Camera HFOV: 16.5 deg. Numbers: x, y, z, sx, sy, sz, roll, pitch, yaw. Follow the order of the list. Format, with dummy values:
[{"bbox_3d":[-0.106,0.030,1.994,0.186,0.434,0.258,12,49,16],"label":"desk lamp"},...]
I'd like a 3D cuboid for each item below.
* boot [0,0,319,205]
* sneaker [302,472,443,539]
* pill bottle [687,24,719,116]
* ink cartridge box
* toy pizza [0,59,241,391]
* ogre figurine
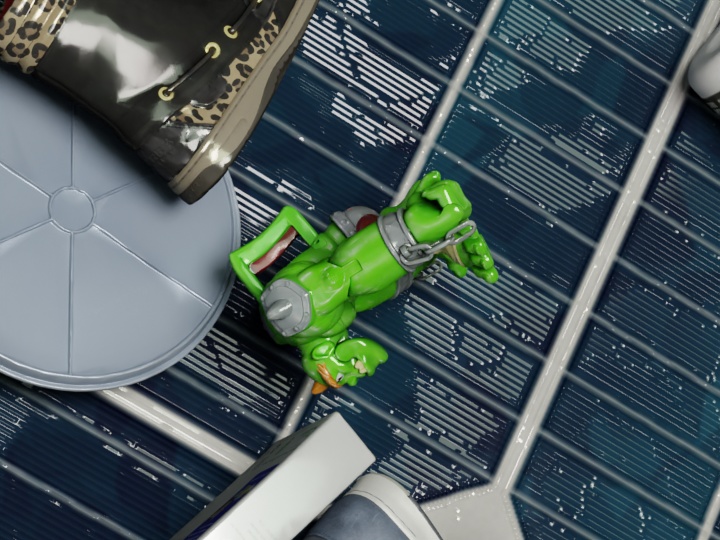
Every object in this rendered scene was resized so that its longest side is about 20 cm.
[{"bbox_3d":[-0.110,-0.147,1.370,0.150,0.073,0.200,32,55,-12],"label":"boot"},{"bbox_3d":[0.019,0.227,1.328,0.202,0.077,0.146,49,53,7],"label":"sneaker"},{"bbox_3d":[0.305,-0.089,1.513,0.200,0.112,0.112,43,65,-6],"label":"pill bottle"},{"bbox_3d":[-0.085,0.156,1.302,0.200,0.099,0.039,-40,94,-25],"label":"ink cartridge box"},{"bbox_3d":[-0.162,-0.028,1.355,0.200,0.032,0.201,8,68,-22],"label":"toy pizza"},{"bbox_3d":[0.000,0.000,1.340,0.120,0.200,0.098,-29,107,-4],"label":"ogre figurine"}]
